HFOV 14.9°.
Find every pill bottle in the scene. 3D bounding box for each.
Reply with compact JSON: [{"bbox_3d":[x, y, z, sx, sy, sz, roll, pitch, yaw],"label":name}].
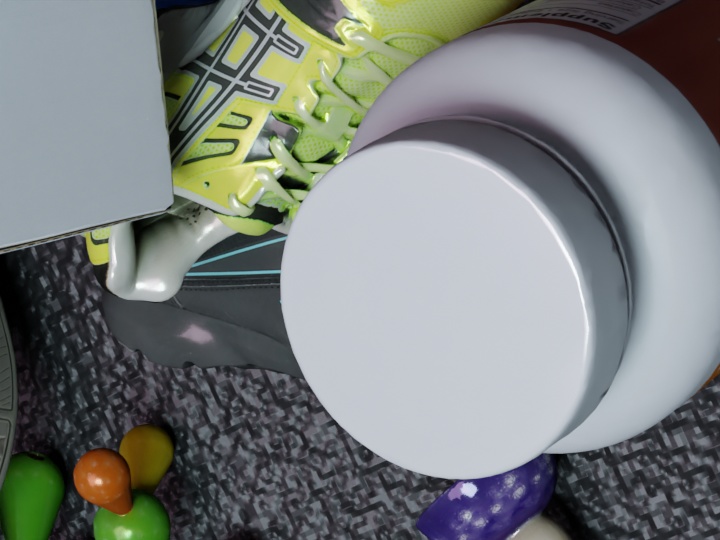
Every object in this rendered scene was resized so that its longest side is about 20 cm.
[{"bbox_3d":[0.064,-0.018,0.733,0.112,0.200,0.113,10,112,27],"label":"pill bottle"}]

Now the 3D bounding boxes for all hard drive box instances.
[{"bbox_3d":[-0.125,-0.121,0.780,0.156,0.077,0.201,27,127,57],"label":"hard drive box"}]

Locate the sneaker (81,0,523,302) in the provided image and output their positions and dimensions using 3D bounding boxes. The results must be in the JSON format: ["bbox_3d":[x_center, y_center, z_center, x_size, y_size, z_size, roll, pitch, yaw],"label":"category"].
[{"bbox_3d":[-0.012,-0.052,0.798,0.200,0.075,0.077,-31,56,43],"label":"sneaker"}]

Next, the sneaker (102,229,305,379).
[{"bbox_3d":[0.000,0.000,0.861,0.199,0.075,0.080,12,107,30],"label":"sneaker"}]

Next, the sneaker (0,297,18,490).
[{"bbox_3d":[-0.183,0.025,0.973,0.106,0.075,0.201,-33,57,42],"label":"sneaker"}]

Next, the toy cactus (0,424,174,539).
[{"bbox_3d":[-0.095,0.150,0.929,0.165,0.102,0.200,-39,68,-4],"label":"toy cactus"}]

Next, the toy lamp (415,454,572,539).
[{"bbox_3d":[0.099,0.140,0.848,0.200,0.058,0.058,52,124,10],"label":"toy lamp"}]

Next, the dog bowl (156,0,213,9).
[{"bbox_3d":[-0.023,-0.130,0.854,0.199,0.050,0.112,-15,95,34],"label":"dog bowl"}]
